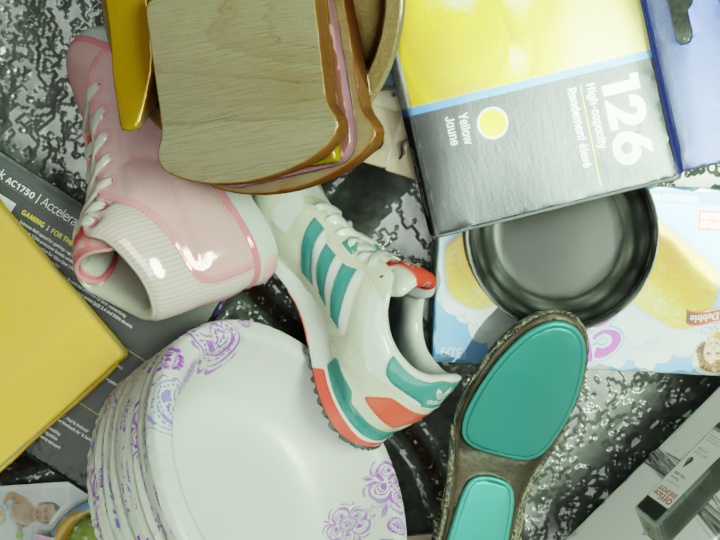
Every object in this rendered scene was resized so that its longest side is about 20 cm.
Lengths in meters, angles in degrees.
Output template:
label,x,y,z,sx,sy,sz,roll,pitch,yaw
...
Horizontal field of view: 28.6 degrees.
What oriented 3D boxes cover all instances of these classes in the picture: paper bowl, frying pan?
label,x,y,z,sx,sy,sz,roll,pitch,yaw
paper bowl,-0.074,0.139,0.824,0.104,0.200,0.202,-31,93,32
frying pan,0.100,-0.055,0.834,0.114,0.031,0.192,-29,87,2

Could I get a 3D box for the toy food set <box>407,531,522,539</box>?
label,x,y,z,sx,sy,sz,roll,pitch,yaw
toy food set,0.012,0.249,0.902,0.197,0.060,0.146,-6,93,1

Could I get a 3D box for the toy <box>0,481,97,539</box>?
label,x,y,z,sx,sy,sz,roll,pitch,yaw
toy,-0.177,0.196,0.905,0.197,0.047,0.117,-3,95,1

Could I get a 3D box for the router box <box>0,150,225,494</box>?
label,x,y,z,sx,sy,sz,roll,pitch,yaw
router box,-0.204,0.027,0.884,0.199,0.051,0.150,33,84,-3

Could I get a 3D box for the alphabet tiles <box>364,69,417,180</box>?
label,x,y,z,sx,sy,sz,roll,pitch,yaw
alphabet tiles,0.025,-0.160,0.810,0.164,0.006,0.203,16,93,-6

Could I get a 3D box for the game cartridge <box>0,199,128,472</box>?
label,x,y,z,sx,sy,sz,roll,pitch,yaw
game cartridge,-0.266,0.032,0.837,0.176,0.032,0.201,-40,88,-5

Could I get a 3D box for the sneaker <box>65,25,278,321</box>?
label,x,y,z,sx,sy,sz,roll,pitch,yaw
sneaker,-0.144,-0.056,0.841,0.104,0.076,0.201,-28,71,-28

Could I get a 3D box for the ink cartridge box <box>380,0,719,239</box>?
label,x,y,z,sx,sy,sz,roll,pitch,yaw
ink cartridge box,0.112,-0.137,0.793,0.197,0.047,0.201,-14,94,-1

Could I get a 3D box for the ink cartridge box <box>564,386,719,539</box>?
label,x,y,z,sx,sy,sz,roll,pitch,yaw
ink cartridge box,0.240,0.157,0.856,0.200,0.083,0.147,-45,125,2

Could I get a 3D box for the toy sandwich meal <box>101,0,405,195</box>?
label,x,y,z,sx,sy,sz,roll,pitch,yaw
toy sandwich meal,-0.068,-0.140,0.760,0.202,0.070,0.209,4,101,19

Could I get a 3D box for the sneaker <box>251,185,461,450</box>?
label,x,y,z,sx,sy,sz,roll,pitch,yaw
sneaker,0.000,0.000,0.854,0.093,0.070,0.202,-29,75,31

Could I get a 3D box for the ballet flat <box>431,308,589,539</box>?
label,x,y,z,sx,sy,sz,roll,pitch,yaw
ballet flat,0.079,0.109,0.845,0.067,0.075,0.203,15,102,-9

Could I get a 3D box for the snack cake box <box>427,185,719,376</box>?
label,x,y,z,sx,sy,sz,roll,pitch,yaw
snack cake box,0.143,0.003,0.885,0.197,0.067,0.117,3,92,0
